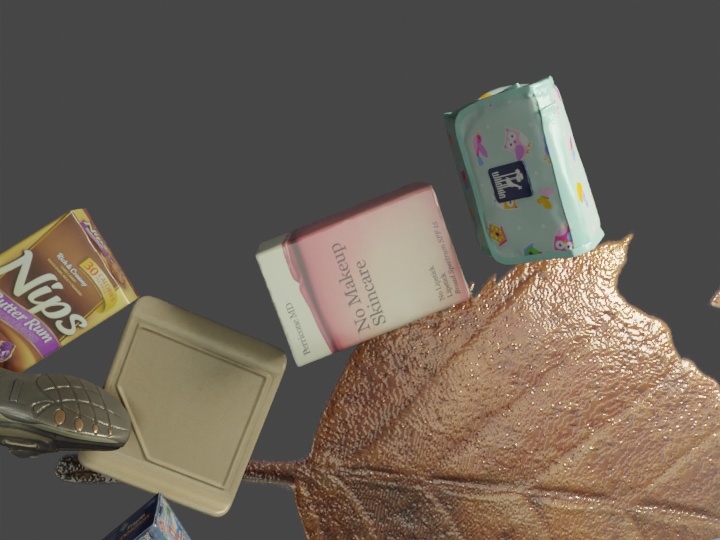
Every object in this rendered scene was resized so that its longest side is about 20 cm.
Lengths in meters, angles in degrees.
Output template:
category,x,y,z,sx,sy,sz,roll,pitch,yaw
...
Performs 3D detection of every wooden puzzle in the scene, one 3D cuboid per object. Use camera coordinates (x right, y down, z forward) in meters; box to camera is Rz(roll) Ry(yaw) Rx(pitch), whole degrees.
category,x,y,z,sx,sy,sz,roll,pitch,yaw
wooden puzzle,-0.200,0.153,0.869,0.182,0.037,0.203,22,91,-6

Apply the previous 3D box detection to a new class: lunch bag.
category,x,y,z,sx,sy,sz,roll,pitch,yaw
lunch bag,0.165,-0.101,0.779,0.120,0.200,0.174,-18,99,-2

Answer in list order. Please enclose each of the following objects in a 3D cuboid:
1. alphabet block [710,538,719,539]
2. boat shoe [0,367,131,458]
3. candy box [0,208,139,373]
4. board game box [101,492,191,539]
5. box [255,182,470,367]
category,x,y,z,sx,sy,sz,roll,pitch,yaw
alphabet block,0.401,0.466,0.874,0.193,0.195,0.204,-19,97,0
boat shoe,-0.343,0.154,0.809,0.197,0.075,0.074,19,125,-16
candy box,-0.357,0.034,0.830,0.198,0.056,0.118,-32,98,-1
board game box,-0.235,0.389,0.866,0.199,0.062,0.201,-39,109,5
box,0.000,0.000,0.825,0.197,0.109,0.130,-22,99,-2
